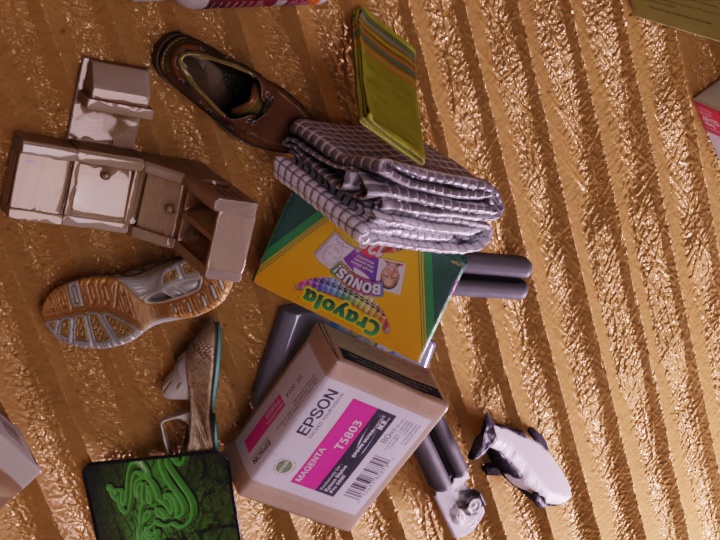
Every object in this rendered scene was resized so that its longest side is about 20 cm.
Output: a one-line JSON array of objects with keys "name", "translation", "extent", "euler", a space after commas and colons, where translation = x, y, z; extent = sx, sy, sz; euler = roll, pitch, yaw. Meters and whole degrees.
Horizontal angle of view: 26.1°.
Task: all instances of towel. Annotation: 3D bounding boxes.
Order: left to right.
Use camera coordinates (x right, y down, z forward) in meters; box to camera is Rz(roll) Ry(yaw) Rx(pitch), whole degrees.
[{"name": "towel", "translation": [0.030, -0.093, 1.599], "extent": [0.199, 0.166, 0.086], "euler": [6, 113, -43]}, {"name": "towel", "translation": [0.030, -0.191, 1.574], "extent": [0.086, 0.200, 0.018], "euler": [31, 123, -26]}]

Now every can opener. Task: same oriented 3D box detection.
[{"name": "can opener", "translation": [0.089, 0.228, 1.820], "extent": [0.053, 0.067, 0.200], "euler": [-36, 119, -21]}, {"name": "can opener", "translation": [0.103, 0.008, 1.739], "extent": [0.199, 0.067, 0.054], "euler": [4, 107, -18]}]

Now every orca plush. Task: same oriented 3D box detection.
[{"name": "orca plush", "translation": [0.176, 0.241, 1.864], "extent": [0.071, 0.106, 0.200], "euler": [-24, 153, 27]}]

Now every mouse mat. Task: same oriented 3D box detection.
[{"name": "mouse mat", "translation": [-0.211, 0.288, 1.697], "extent": [0.160, 0.008, 0.201], "euler": [-6, 115, 2]}]

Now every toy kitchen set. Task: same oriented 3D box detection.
[{"name": "toy kitchen set", "translation": [-0.218, -0.103, 1.492], "extent": [0.199, 0.180, 0.164], "euler": [7, 104, -27]}]

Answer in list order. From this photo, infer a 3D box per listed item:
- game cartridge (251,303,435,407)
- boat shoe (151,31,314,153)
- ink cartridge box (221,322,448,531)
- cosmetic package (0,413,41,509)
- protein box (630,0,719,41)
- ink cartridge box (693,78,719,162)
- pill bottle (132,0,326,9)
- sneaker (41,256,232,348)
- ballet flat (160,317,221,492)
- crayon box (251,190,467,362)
[{"name": "game cartridge", "translation": [-0.014, 0.106, 1.748], "extent": [0.199, 0.040, 0.134], "euler": [12, 99, -28]}, {"name": "boat shoe", "translation": [-0.121, -0.170, 1.577], "extent": [0.200, 0.068, 0.072], "euler": [26, 94, -32]}, {"name": "ink cartridge box", "translation": [-0.028, 0.176, 1.702], "extent": [0.164, 0.075, 0.200], "euler": [23, 113, -34]}, {"name": "cosmetic package", "translation": [-0.426, 0.230, 1.559], "extent": [0.200, 0.105, 0.071], "euler": [-43, 120, -4]}, {"name": "protein box", "translation": [0.383, -0.374, 1.667], "extent": [0.135, 0.198, 0.201], "euler": [-25, 116, -16]}, {"name": "ink cartridge box", "translation": [0.509, -0.158, 1.871], "extent": [0.145, 0.083, 0.200], "euler": [-36, 119, -9]}, {"name": "pill bottle", "translation": [-0.127, -0.309, 1.501], "extent": [0.199, 0.110, 0.110], "euler": [-7, 111, -23]}, {"name": "sneaker", "translation": [-0.226, 0.031, 1.600], "extent": [0.199, 0.088, 0.076], "euler": [-11, 95, 3]}, {"name": "ballet flat", "translation": [-0.183, 0.148, 1.668], "extent": [0.065, 0.071, 0.201], "euler": [0, 105, -8]}, {"name": "crayon box", "translation": [0.000, 0.000, 1.647], "extent": [0.199, 0.058, 0.119], "euler": [25, 97, 4]}]
